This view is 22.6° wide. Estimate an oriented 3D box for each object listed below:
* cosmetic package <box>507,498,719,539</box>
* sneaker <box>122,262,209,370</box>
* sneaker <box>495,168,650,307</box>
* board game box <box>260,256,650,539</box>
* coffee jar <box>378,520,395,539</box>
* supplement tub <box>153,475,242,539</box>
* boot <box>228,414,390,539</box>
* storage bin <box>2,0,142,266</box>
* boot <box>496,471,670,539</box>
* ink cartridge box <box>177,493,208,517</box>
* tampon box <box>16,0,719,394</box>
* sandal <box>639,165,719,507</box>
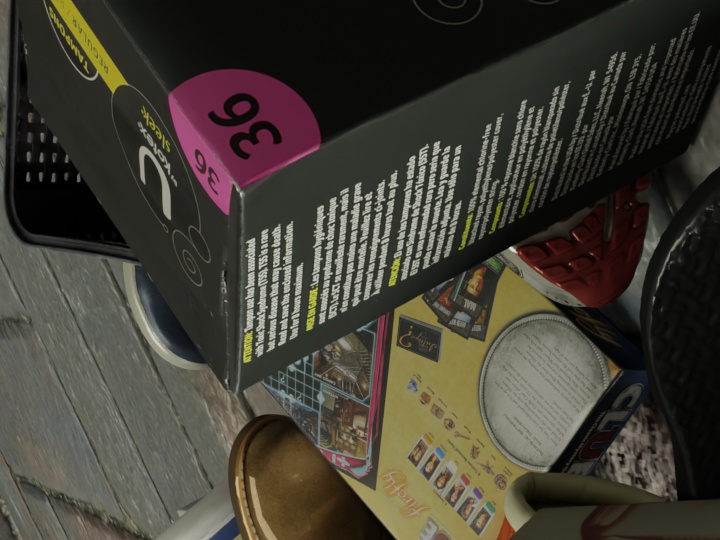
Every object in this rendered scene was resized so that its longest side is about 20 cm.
[{"bbox_3d":[0.139,0.137,0.600,0.200,0.087,0.103,-8,111,38],"label":"cosmetic package"},{"bbox_3d":[-0.066,-0.051,0.901,0.085,0.075,0.200,-15,67,59],"label":"sneaker"},{"bbox_3d":[0.053,-0.056,0.722,0.082,0.078,0.200,81,163,-49],"label":"sneaker"},{"bbox_3d":[0.026,0.034,0.817,0.200,0.035,0.136,47,115,33],"label":"board game box"},{"bbox_3d":[0.057,0.125,0.901,0.200,0.085,0.104,30,142,57],"label":"coffee jar"},{"bbox_3d":[-0.031,0.215,1.114,0.200,0.144,0.144,48,159,3],"label":"supplement tub"},{"bbox_3d":[0.009,0.152,0.854,0.075,0.074,0.200,-16,106,52],"label":"boot"},{"bbox_3d":[-0.082,-0.106,0.803,0.135,0.094,0.200,8,97,46],"label":"storage bin"},{"bbox_3d":[0.136,0.149,0.710,0.200,0.075,0.107,18,120,25],"label":"boot"},{"bbox_3d":[-0.036,0.244,1.275,0.200,0.083,0.146,65,159,-5],"label":"ink cartridge box"},{"bbox_3d":[0.004,-0.085,0.604,0.150,0.200,0.126,53,157,24],"label":"tampon box"},{"bbox_3d":[0.131,0.032,0.635,0.048,0.075,0.200,-113,11,-49],"label":"sandal"}]
